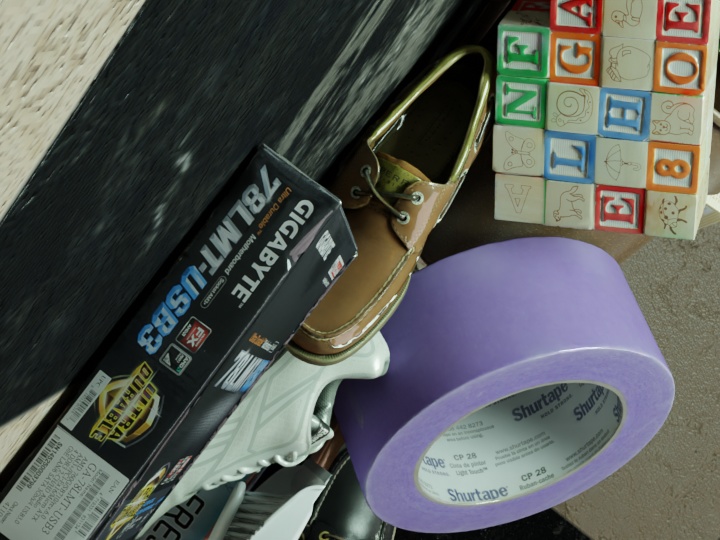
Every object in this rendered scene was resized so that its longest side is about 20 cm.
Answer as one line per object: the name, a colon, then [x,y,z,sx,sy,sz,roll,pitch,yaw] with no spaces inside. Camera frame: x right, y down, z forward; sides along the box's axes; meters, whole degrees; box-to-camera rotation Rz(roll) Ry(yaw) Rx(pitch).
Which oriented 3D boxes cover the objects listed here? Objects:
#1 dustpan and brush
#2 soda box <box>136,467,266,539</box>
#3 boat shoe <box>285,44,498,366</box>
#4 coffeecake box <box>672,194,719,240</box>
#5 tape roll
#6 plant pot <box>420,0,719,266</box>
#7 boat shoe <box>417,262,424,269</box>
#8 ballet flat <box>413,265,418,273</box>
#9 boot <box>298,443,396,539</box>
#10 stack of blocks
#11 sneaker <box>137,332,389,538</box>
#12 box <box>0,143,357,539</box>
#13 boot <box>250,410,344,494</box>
dustpan and brush: [-0.094,0.191,1.062,0.200,0.057,0.140,-62,-174,-5]
soda box: [-0.122,0.157,1.164,0.200,0.064,0.068,-53,175,17]
boat shoe: [0.013,-0.043,0.994,0.200,0.072,0.068,-61,176,-23]
coffeecake box: [0.223,-0.150,1.349,0.073,0.153,0.200,-28,-144,60]
tape roll: [0.084,0.073,1.111,0.200,0.085,0.200,-15,146,-10]
plant pot: [0.127,-0.081,1.152,0.198,0.200,0.200,-45,179,21]
boat shoe: [-0.030,0.060,1.270,0.201,0.074,0.063,-37,-164,-33]
ballet flat: [0.000,0.000,1.141,0.068,0.068,0.200,-54,176,1]
boot: [-0.020,0.222,1.277,0.151,0.073,0.200,180,-66,-87]
stack of blocks: [0.136,-0.124,0.993,0.059,0.115,0.200,-56,149,-60]
sneaker: [-0.067,0.089,1.036,0.200,0.081,0.075,-46,178,9]
box: [-0.079,0.046,0.834,0.199,0.050,0.200,-51,176,-4]
boot: [-0.008,0.094,1.207,0.074,0.075,0.200,0,-124,52]
